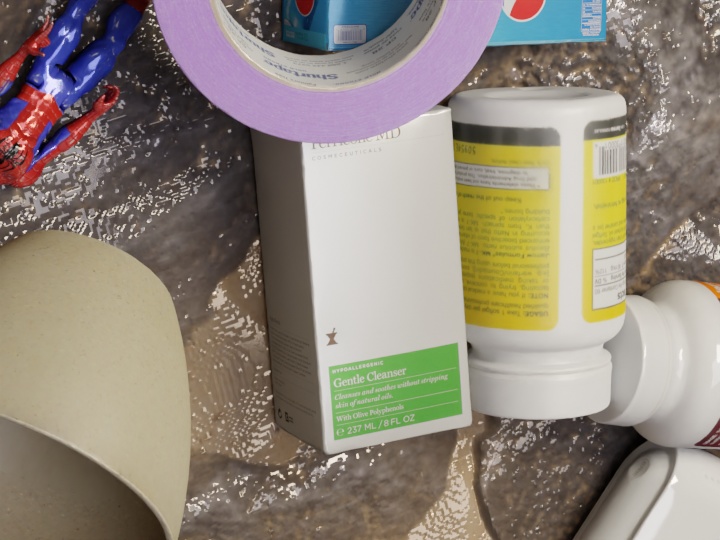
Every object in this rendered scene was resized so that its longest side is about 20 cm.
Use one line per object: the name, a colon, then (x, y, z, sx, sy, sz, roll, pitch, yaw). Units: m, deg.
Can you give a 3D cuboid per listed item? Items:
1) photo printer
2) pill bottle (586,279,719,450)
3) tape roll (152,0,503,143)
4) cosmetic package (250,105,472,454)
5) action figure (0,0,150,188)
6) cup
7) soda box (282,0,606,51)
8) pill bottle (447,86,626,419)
photo printer: (0.213, 0.227, 1.412, 0.166, 0.069, 0.200, 40, 80, -27)
pill bottle: (0.247, 0.065, 1.379, 0.199, 0.113, 0.114, 5, 96, -29)
tape roll: (-0.020, -0.176, 1.145, 0.199, 0.066, 0.201, -3, 112, -8)
cosmetic package: (0.000, 0.000, 1.257, 0.107, 0.085, 0.201, -11, 104, -23)
action figure: (-0.172, -0.113, 1.172, 0.065, 0.052, 0.200, 40, 81, -32)
cup: (-0.174, 0.063, 1.134, 0.200, 0.200, 0.144, 37, 56, -27)
soda box: (0.054, -0.173, 1.266, 0.199, 0.068, 0.065, -4, 102, -27)
pill bottle: (0.112, -0.013, 1.297, 0.114, 0.114, 0.201, -5, 101, -27)
